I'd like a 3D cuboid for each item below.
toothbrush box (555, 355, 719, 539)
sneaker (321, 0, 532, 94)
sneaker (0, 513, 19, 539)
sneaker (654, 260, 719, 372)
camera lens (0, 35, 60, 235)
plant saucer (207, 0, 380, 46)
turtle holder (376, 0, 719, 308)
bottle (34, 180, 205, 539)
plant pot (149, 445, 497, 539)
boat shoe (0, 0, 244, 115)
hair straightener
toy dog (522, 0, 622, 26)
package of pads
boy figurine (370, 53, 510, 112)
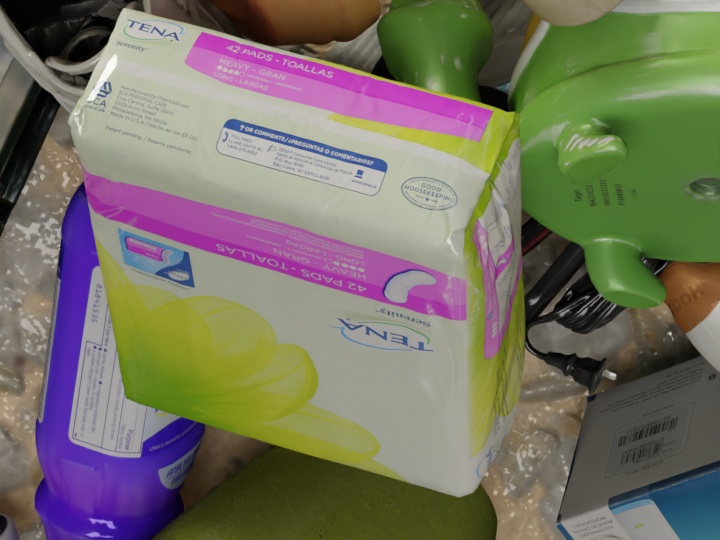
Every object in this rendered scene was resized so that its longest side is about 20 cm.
[{"bbox_3d":[0.199,0.125,1.212,0.146,0.085,0.200,-21,121,31],"label":"toothbrush box"},{"bbox_3d":[0.086,-0.084,1.185,0.200,0.074,0.082,-16,129,11],"label":"sneaker"},{"bbox_3d":[-0.251,0.091,1.257,0.200,0.075,0.114,-1,114,6],"label":"sneaker"},{"bbox_3d":[0.193,-0.044,1.150,0.085,0.073,0.200,42,68,1],"label":"sneaker"},{"bbox_3d":[-0.229,-0.067,1.149,0.200,0.160,0.160,24,111,-7],"label":"camera lens"},{"bbox_3d":[-0.078,-0.150,1.090,0.200,0.200,0.037,43,84,-13],"label":"plant saucer"},{"bbox_3d":[0.114,-0.068,1.075,0.185,0.132,0.141,-14,149,33],"label":"turtle holder"},{"bbox_3d":[-0.100,0.056,1.232,0.065,0.084,0.200,17,112,16],"label":"bottle"},{"bbox_3d":[-0.029,0.161,1.204,0.187,0.200,0.187,26,150,16],"label":"plant pot"},{"bbox_3d":[-0.095,-0.092,1.069,0.072,0.066,0.200,-28,127,8],"label":"boat shoe"},{"bbox_3d":[0.088,0.012,1.216,0.200,0.041,0.077,-41,86,19],"label":"hair straightener"},{"bbox_3d":[0.026,-0.168,1.036,0.200,0.132,0.096,31,78,25],"label":"toy dog"},{"bbox_3d":[-0.016,-0.002,1.061,0.154,0.068,0.200,16,151,11],"label":"package of pads"},{"bbox_3d":[0.000,0.000,1.177,0.124,0.064,0.200,24,140,-8],"label":"boy figurine"}]
